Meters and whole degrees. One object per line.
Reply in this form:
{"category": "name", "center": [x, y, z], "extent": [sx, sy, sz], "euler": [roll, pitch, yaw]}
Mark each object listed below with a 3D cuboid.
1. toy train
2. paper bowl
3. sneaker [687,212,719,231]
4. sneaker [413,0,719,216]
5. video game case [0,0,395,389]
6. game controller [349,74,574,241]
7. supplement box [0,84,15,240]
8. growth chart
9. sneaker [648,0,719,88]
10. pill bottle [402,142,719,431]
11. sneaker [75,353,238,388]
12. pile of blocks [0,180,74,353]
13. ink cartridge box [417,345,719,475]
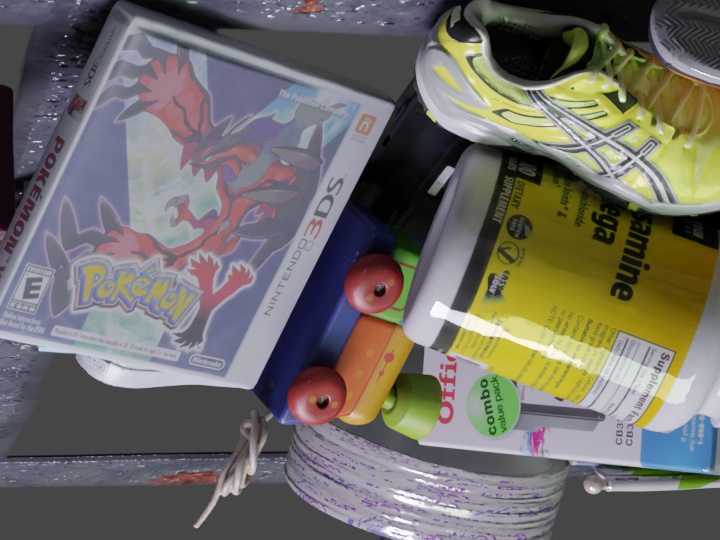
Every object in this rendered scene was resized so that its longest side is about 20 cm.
{"category": "toy train", "center": [-0.006, 0.070, 1.518], "extent": [0.115, 0.201, 0.085], "euler": [20, -167, -31]}
{"category": "paper bowl", "center": [0.052, 0.121, 1.923], "extent": [0.199, 0.105, 0.201], "euler": [13, -169, -2]}
{"category": "sneaker", "center": [0.200, -0.045, 1.434], "extent": [0.199, 0.072, 0.083], "euler": [-3, 153, 41]}
{"category": "sneaker", "center": [0.126, -0.083, 1.361], "extent": [0.199, 0.076, 0.076], "euler": [14, 157, -2]}
{"category": "video game case", "center": [-0.089, -0.033, 1.407], "extent": [0.199, 0.183, 0.023], "euler": [15, -164, -46]}
{"category": "game controller", "center": [0.055, -0.054, 1.496], "extent": [0.104, 0.042, 0.200], "euler": [17, 151, -12]}
{"category": "supplement box", "center": [-0.285, -0.039, 1.441], "extent": [0.110, 0.086, 0.200], "euler": [11, 156, -40]}
{"category": "growth chart", "center": [0.165, 0.095, 1.872], "extent": [0.144, 0.200, 0.018], "euler": [-3, 126, -25]}
{"category": "sneaker", "center": [0.235, -0.107, 1.368], "extent": [0.199, 0.078, 0.112], "euler": [-1, 161, -9]}
{"category": "pill bottle", "center": [0.131, 0.016, 1.415], "extent": [0.199, 0.113, 0.112], "euler": [20, 160, -3]}
{"category": "sneaker", "center": [-0.094, 0.032, 1.741], "extent": [0.199, 0.073, 0.071], "euler": [-8, 132, -51]}
{"category": "pile of blocks", "center": [-0.201, 0.010, 1.626], "extent": [0.062, 0.083, 0.200], "euler": [4, 161, -5]}
{"category": "ink cartridge box", "center": [0.158, 0.043, 1.610], "extent": [0.199, 0.148, 0.146], "euler": [2, 177, 35]}
